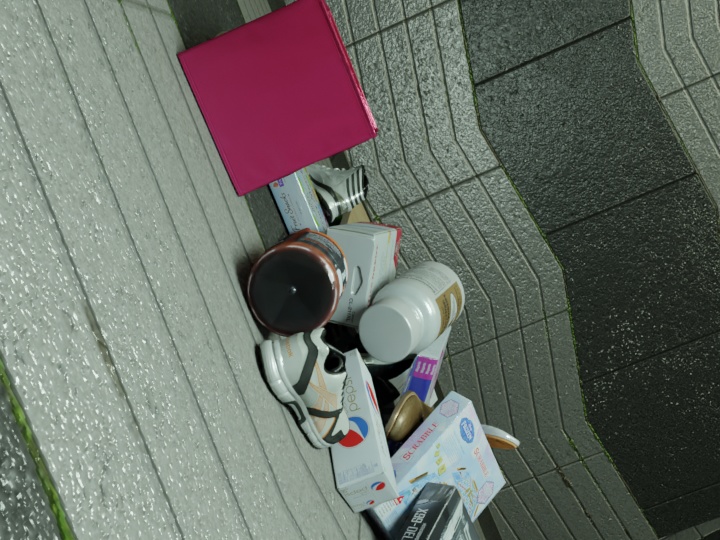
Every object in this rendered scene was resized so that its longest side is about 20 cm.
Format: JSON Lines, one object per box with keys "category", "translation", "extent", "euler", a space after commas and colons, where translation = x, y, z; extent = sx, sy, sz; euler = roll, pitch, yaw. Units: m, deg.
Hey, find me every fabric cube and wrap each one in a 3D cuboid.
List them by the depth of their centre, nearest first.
{"category": "fabric cube", "translation": [-0.101, -0.240, 1.039], "extent": [0.200, 0.197, 0.198], "euler": [-79, 145, -78]}

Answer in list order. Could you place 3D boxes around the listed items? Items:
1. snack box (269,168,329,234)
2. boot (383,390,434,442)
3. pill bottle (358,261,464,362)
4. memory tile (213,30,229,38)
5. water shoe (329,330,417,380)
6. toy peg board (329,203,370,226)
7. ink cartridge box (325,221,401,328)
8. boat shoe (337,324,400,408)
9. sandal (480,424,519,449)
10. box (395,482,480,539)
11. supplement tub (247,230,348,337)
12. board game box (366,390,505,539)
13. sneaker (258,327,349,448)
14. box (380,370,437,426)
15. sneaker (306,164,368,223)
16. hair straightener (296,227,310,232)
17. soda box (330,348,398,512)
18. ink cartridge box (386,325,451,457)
{"category": "snack box", "translation": [-0.101, -0.111, 1.260], "extent": [0.142, 0.052, 0.202], "euler": [-74, 142, -77]}
{"category": "boot", "translation": [0.087, 0.224, 1.088], "extent": [0.075, 0.074, 0.200], "euler": [31, 1, 22]}
{"category": "pill bottle", "translation": [0.079, 0.065, 1.171], "extent": [0.200, 0.113, 0.116], "euler": [-31, 100, -59]}
{"category": "memory tile", "translation": [-0.133, -0.294, 1.176], "extent": [0.017, 0.151, 0.203], "euler": [136, -67, -81]}
{"category": "water shoe", "translation": [0.027, 0.132, 1.245], "extent": [0.199, 0.071, 0.080], "euler": [10, 46, -57]}
{"category": "toy peg board", "translation": [-0.027, -0.007, 1.479], "extent": [0.200, 0.096, 0.202], "euler": [-76, 146, -52]}
{"category": "ink cartridge box", "translation": [0.000, 0.000, 1.231], "extent": [0.200, 0.082, 0.148], "euler": [-20, 119, -74]}
{"category": "boat shoe", "translation": [0.011, 0.144, 1.329], "extent": [0.073, 0.062, 0.203], "euler": [-11, 80, -84]}
{"category": "sandal", "translation": [0.159, 0.273, 1.183], "extent": [0.079, 0.060, 0.206], "euler": [35, -23, -24]}
{"category": "box", "translation": [0.107, 0.408, 0.983], "extent": [0.158, 0.049, 0.202], "euler": [-48, 123, -43]}
{"category": "supplement tub", "translation": [-0.068, 0.008, 0.915], "extent": [0.200, 0.106, 0.108], "euler": [-68, 136, -80]}
{"category": "board game box", "translation": [0.107, 0.307, 1.063], "extent": [0.041, 0.199, 0.201], "euler": [24, -32, 46]}
{"category": "sneaker", "translation": [-0.042, 0.136, 0.851], "extent": [0.201, 0.079, 0.074], "euler": [63, 6, -51]}
{"category": "box", "translation": [0.077, 0.189, 1.430], "extent": [0.156, 0.041, 0.203], "euler": [-34, 113, -54]}
{"category": "sneaker", "translation": [-0.051, -0.164, 1.409], "extent": [0.201, 0.114, 0.076], "euler": [48, -24, 48]}
{"category": "hair straightener", "translation": [-0.078, 0.010, 1.110], "extent": [0.201, 0.040, 0.078], "euler": [-99, 165, -64]}
{"category": "soda box", "translation": [-0.007, 0.204, 0.986], "extent": [0.201, 0.063, 0.069], "euler": [-104, 171, -47]}
{"category": "ink cartridge box", "translation": [0.094, 0.207, 1.248], "extent": [0.200, 0.043, 0.199], "euler": [-52, 158, -66]}
